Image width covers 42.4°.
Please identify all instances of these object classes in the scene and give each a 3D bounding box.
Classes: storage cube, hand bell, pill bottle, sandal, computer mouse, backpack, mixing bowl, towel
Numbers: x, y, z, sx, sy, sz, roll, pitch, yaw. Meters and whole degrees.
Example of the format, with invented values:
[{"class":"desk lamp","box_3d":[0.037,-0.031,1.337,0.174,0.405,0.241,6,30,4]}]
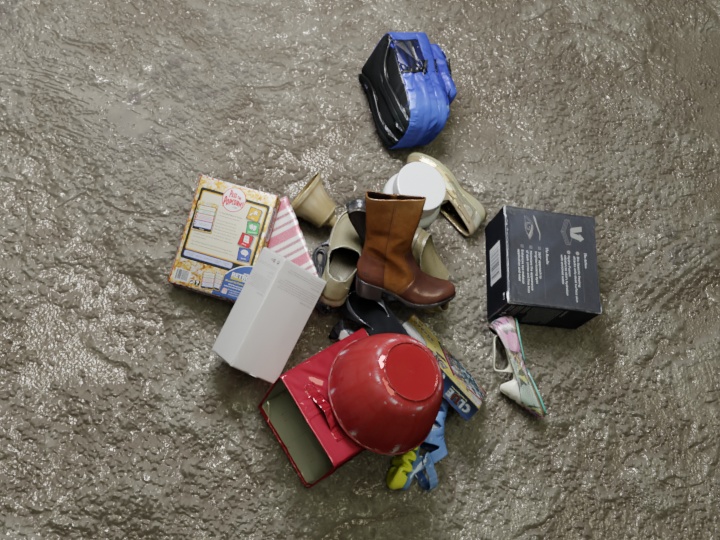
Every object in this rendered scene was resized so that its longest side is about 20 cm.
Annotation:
[{"class":"storage cube","box_3d":[-0.042,0.235,1.572,0.178,0.200,0.172,-28,78,-29]},{"class":"hand bell","box_3d":[-0.040,-0.079,1.763,0.200,0.104,0.105,42,64,-10]},{"class":"pill bottle","box_3d":[0.084,-0.114,1.734,0.111,0.200,0.115,6,66,-14]},{"class":"sandal","box_3d":[0.119,0.309,1.657,0.086,0.079,0.203,28,73,-8]},{"class":"computer mouse","box_3d":[0.000,0.000,1.747,0.196,0.046,0.144,-10,89,-10]},{"class":"backpack","box_3d":[0.107,-0.353,1.855,0.165,0.163,0.204,-6,70,-21]},{"class":"mixing bowl","box_3d":[0.057,0.178,1.472,0.197,0.108,0.204,13,58,-21]},{"class":"towel","box_3d":[-0.161,-0.017,1.694,0.144,0.030,0.203,-24,79,7]},{"class":"sandal","box_3d":[0.018,0.073,1.642,0.076,0.043,0.200,-48,49,0]}]

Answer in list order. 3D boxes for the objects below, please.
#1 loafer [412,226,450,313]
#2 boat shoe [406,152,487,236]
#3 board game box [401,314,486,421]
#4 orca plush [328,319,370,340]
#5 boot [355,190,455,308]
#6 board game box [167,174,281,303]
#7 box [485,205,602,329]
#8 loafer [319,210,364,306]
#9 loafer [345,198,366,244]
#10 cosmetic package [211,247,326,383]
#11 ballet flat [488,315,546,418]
[{"class":"loafer","box_3d":[0.129,0.002,1.707,0.066,0.202,0.077,10,51,22]},{"class":"boat shoe","box_3d":[0.161,-0.151,1.844,0.200,0.072,0.065,43,64,-2]},{"class":"board game box","box_3d":[0.143,0.173,1.683,0.035,0.135,0.200,-44,84,14]},{"class":"orca plush","box_3d":[0.028,0.169,1.703,0.198,0.071,0.106,32,109,10]},{"class":"boot","box_3d":[0.088,-0.041,1.601,0.184,0.203,0.069,11,30,3]},{"class":"board game box","box_3d":[-0.242,-0.053,1.661,0.149,0.046,0.204,16,81,7]},{"class":"box","box_3d":[0.353,-0.003,1.812,0.196,0.118,0.201,6,69,-12]},{"class":"loafer","box_3d":[-0.024,-0.031,1.668,0.074,0.068,0.203,19,57,-10]},{"class":"loafer","box_3d":[0.038,-0.055,1.654,0.200,0.072,0.074,41,48,-43]},{"class":"cosmetic package","box_3d":[-0.157,0.079,1.601,0.107,0.084,0.202,31,87,-38]},{"class":"ballet flat","box_3d":[0.288,0.188,1.751,0.070,0.069,0.204,-17,80,-1]}]
